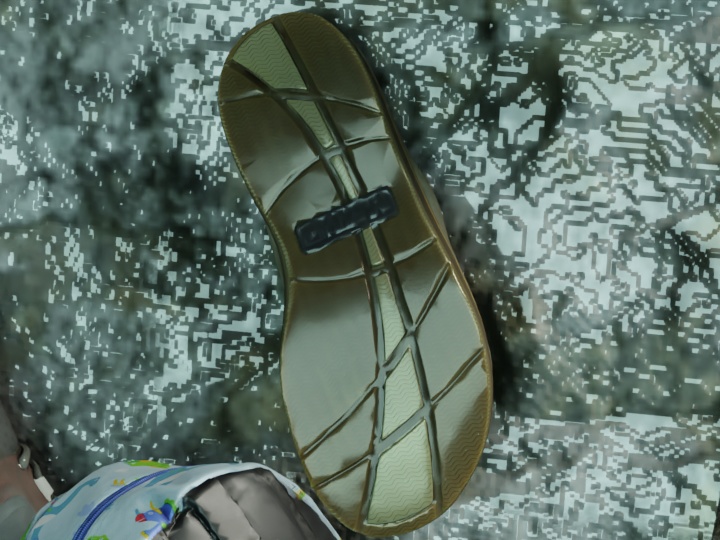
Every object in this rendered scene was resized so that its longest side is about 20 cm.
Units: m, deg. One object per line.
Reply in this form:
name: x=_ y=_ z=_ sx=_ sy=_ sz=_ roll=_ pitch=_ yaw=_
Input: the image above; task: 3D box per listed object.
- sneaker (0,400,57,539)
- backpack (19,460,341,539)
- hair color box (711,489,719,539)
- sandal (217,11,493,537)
sneaker: x=-0.136 y=0.110 z=0.941 sx=0.082 sy=0.077 sz=0.201 roll=-10 pitch=98 yaw=-14
backpack: x=-0.054 y=0.166 z=0.872 sx=0.153 sy=0.163 sz=0.201 roll=13 pitch=131 yaw=43
hair color box: x=0.228 y=0.103 z=0.839 sx=0.199 sy=0.099 sz=0.061 roll=-10 pitch=97 yaw=13
sandal: x=0.000 y=0.000 z=0.898 sx=0.080 sy=0.054 sz=0.201 roll=-19 pitch=80 yaw=8
